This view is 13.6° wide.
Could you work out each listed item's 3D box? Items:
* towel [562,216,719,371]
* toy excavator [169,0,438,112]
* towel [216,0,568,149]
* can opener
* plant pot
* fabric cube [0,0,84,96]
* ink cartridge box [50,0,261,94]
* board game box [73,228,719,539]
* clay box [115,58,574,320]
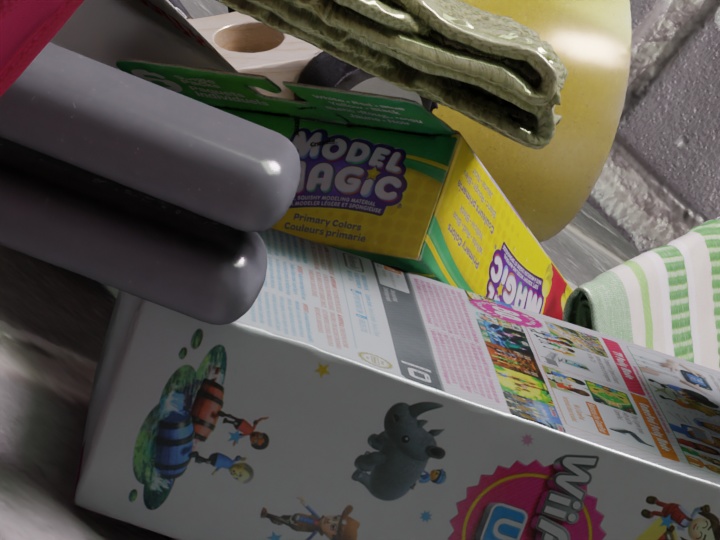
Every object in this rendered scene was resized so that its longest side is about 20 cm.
[{"bbox_3d":[0.111,0.065,1.054,0.023,0.154,0.200,-2,9,23],"label":"towel"},{"bbox_3d":[-0.011,-0.010,1.132,0.193,0.201,0.100,-11,33,-20],"label":"toy excavator"},{"bbox_3d":[-0.016,-0.089,0.916,0.148,0.037,0.200,25,4,-13],"label":"towel"},{"bbox_3d":[-0.110,-0.048,0.740,0.199,0.053,0.067,22,26,5],"label":"can opener"},{"bbox_3d":[0.071,-0.130,1.996,0.141,0.201,0.200,11,19,-20],"label":"plant pot"},{"bbox_3d":[-0.143,-0.109,0.601,0.199,0.196,0.200,42,6,-5],"label":"fabric cube"},{"bbox_3d":[-0.143,-0.102,0.993,0.200,0.084,0.145,46,9,33],"label":"ink cartridge box"},{"bbox_3d":[0.027,0.048,0.826,0.199,0.065,0.148,18,11,-6],"label":"board game box"},{"bbox_3d":[0.000,0.000,0.970,0.114,0.048,0.200,9,-20,28],"label":"clay box"}]
